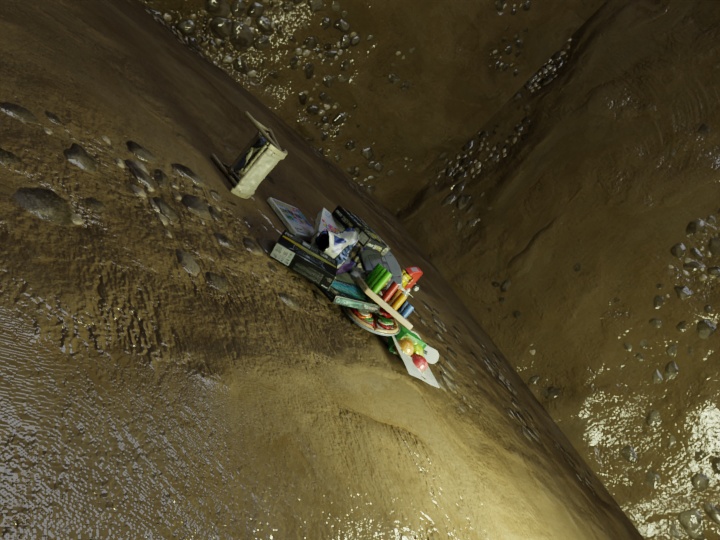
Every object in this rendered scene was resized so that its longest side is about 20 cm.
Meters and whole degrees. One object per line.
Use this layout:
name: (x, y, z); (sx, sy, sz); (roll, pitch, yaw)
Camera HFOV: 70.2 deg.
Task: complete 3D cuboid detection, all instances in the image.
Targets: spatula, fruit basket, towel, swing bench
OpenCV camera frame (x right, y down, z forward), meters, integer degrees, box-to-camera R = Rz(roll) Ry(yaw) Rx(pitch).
spatula: (0.000, 0.000, 1.753); (0.198, 0.057, 0.021); (8, 47, -40)
fruit basket: (0.165, 0.285, 1.672); (0.185, 0.093, 0.201); (32, 28, -44)
towel: (-0.086, 0.023, 1.736); (0.199, 0.037, 0.149); (32, 19, -42)
swing bench: (-0.355, -0.364, 1.675); (0.201, 0.199, 0.129); (54, 16, 30)

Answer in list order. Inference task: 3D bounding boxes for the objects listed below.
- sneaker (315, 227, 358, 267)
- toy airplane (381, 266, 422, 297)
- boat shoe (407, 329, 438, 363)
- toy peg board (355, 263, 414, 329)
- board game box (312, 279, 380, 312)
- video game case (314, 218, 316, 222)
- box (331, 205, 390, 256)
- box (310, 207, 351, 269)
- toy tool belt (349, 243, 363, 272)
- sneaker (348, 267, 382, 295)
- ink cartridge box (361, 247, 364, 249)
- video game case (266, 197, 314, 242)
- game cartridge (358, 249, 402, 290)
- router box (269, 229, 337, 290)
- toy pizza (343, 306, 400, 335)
sneaker: (-0.082, -0.101, 1.701); (0.115, 0.080, 0.200); (46, 36, -16)
toy airplane: (0.119, 0.055, 1.941); (0.197, 0.201, 0.142); (7, -33, 26)
boat shoe: (0.200, 0.271, 1.859); (0.199, 0.072, 0.070); (34, -10, -30)
toy peg board: (0.098, 0.072, 1.678); (0.199, 0.098, 0.200); (40, 3, -13)
board game box: (-0.044, 0.072, 1.598); (0.199, 0.028, 0.135); (16, 18, -45)
video game case: (-0.094, -0.124, 2.167); (0.199, 0.022, 0.183); (26, 25, -55)
box: (0.003, -0.142, 1.869); (0.200, 0.049, 0.161); (47, 12, 29)
box: (-0.097, -0.109, 1.807); (0.155, 0.041, 0.201); (38, 33, -24)
toy tool belt: (-0.022, -0.065, 1.986); (0.199, 0.123, 0.125); (39, 8, -26)
sneaker: (0.042, 0.065, 1.876); (0.200, 0.070, 0.080); (46, 44, -7)
ink cartridge box: (0.060, -0.007, 2.088); (0.200, 0.119, 0.042); (46, 15, 0)
video game case: (-0.238, -0.179, 1.882); (0.183, 0.024, 0.199); (52, 15, 20)
game cartridge: (0.077, -0.003, 1.864); (0.201, 0.131, 0.041); (-109, -163, -45)
router box: (-0.165, -0.034, 1.536); (0.198, 0.053, 0.157); (31, 16, -9)
toy pizza: (0.040, 0.142, 1.641); (0.198, 0.032, 0.201); (22, 18, -7)
